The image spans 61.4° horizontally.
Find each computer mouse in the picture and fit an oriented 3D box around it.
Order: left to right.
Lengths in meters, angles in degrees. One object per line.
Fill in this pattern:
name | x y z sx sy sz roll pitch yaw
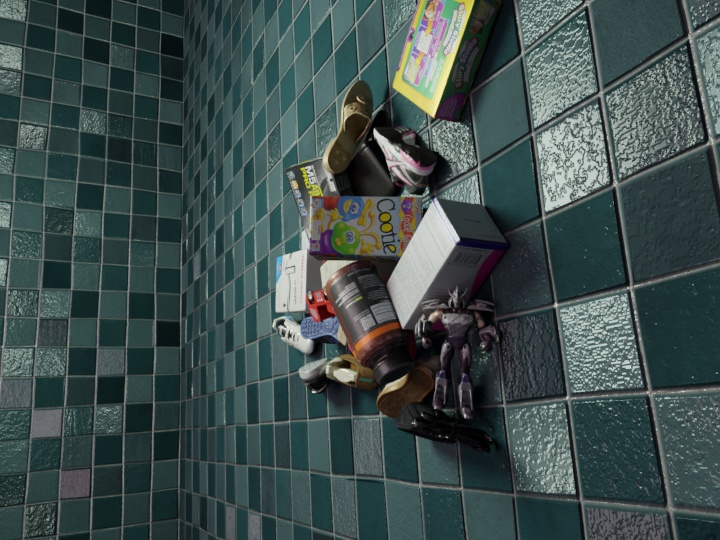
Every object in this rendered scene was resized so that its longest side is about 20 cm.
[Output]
computer mouse | 0.120 0.245 0.985 0.200 0.136 0.054 146 143 -71

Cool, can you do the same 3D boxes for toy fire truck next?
toy fire truck | -0.030 0.094 1.190 0.198 0.048 0.144 -17 89 55

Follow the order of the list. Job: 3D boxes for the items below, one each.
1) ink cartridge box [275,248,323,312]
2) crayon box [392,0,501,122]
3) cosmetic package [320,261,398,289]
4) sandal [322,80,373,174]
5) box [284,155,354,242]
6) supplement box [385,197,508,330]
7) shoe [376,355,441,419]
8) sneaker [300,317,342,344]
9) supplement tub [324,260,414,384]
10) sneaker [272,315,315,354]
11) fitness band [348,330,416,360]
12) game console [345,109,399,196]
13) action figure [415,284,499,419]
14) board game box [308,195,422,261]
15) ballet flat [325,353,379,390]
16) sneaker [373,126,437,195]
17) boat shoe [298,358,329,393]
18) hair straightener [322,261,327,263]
ink cartridge box | -0.139 0.030 1.507 0.199 0.083 0.150 -12 76 62
crayon box | 0.143 -0.388 1.061 0.173 0.057 0.204 53 132 49
cosmetic package | 0.000 0.000 1.247 0.200 0.086 0.106 -38 57 53
sandal | -0.005 -0.294 1.233 0.069 0.077 0.216 2 66 55
box | -0.076 -0.145 1.328 0.158 0.044 0.204 -2 111 49
supplement box | 0.134 -0.005 0.985 0.202 0.099 0.104 -62 36 36
shoe | 0.091 0.213 1.097 0.070 0.053 0.201 40 139 2
sneaker | -0.042 0.128 1.341 0.197 0.077 0.072 -2 81 40
supplement tub | 0.019 0.092 1.050 0.107 0.105 0.203 -53 54 44
sneaker | -0.170 0.168 1.563 0.199 0.071 0.074 20 102 59
fitness band | 0.037 0.121 1.182 0.198 0.037 0.147 22 114 49
game console | 0.017 -0.207 1.315 0.177 0.115 0.200 54 142 8
action figure | 0.151 0.120 0.943 0.127 0.069 0.205 4 106 18
board game box | 0.013 -0.072 1.094 0.105 0.195 0.106 39 -127 -82
ballet flat | -0.031 0.217 1.294 0.199 0.071 0.070 5 90 62
sneaker | 0.073 -0.209 1.154 0.201 0.078 0.088 -117 30 -52
boat shoe | -0.095 0.244 1.388 0.200 0.071 0.072 91 160 -85
hair straightener | -0.037 -0.084 1.254 0.199 0.041 0.078 -32 88 52
